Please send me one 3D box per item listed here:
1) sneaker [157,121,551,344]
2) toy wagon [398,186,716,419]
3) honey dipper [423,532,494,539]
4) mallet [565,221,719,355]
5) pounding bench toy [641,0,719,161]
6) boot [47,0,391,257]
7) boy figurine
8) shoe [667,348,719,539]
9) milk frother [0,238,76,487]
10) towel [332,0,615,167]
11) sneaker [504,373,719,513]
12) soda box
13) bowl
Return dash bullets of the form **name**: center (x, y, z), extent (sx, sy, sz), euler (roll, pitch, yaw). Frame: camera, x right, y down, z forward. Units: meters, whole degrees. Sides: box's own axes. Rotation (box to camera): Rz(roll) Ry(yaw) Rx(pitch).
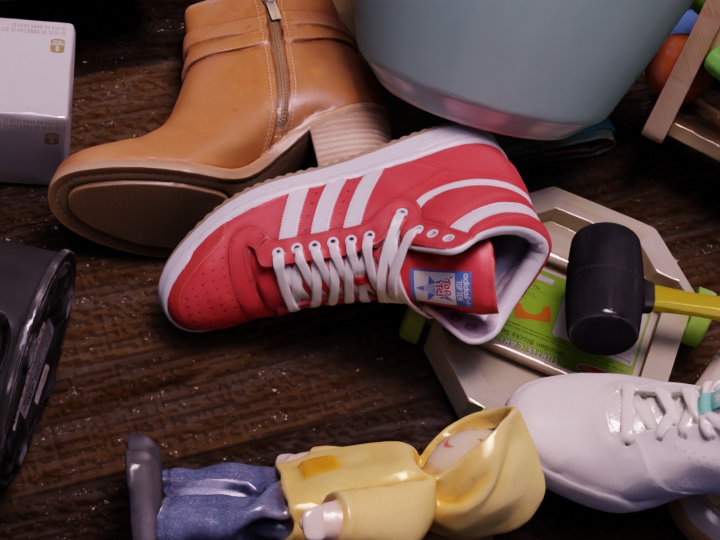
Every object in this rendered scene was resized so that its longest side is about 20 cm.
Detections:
- **sneaker**: center (0.000, 0.000, 0.906), extent (0.199, 0.071, 0.113), euler (-24, 42, -6)
- **toy wagon**: center (0.099, 0.043, 0.951), extent (0.154, 0.040, 0.201), euler (22, 56, 4)
- **honey dipper**: center (-0.023, 0.152, 0.857), extent (0.199, 0.038, 0.038), euler (-12, 59, -22)
- **mallet**: center (0.203, 0.014, 0.939), extent (0.198, 0.041, 0.066), euler (4, 53, -7)
- **pounding bench toy**: center (0.237, -0.106, 0.984), extent (0.155, 0.125, 0.200), euler (28, 30, 8)
- **boot**: center (-0.084, -0.090, 0.989), extent (0.199, 0.074, 0.155), euler (-3, 54, -21)
- **boy figurine**: center (-0.010, 0.104, 0.841), extent (0.198, 0.124, 0.065), euler (-6, 97, -2)
- **shoe**: center (0.217, 0.061, 0.954), extent (0.070, 0.054, 0.200), euler (27, 55, 7)
- **milk frother**: center (-0.240, 0.026, 0.796), extent (0.187, 0.200, 0.181), euler (15, 59, -1)
- **towel**: center (0.053, -0.139, 1.076), extent (0.146, 0.022, 0.201), euler (-12, 58, -20)
- **sneaker**: center (0.169, 0.075, 0.864), extent (0.199, 0.089, 0.076), euler (10, 58, 4)
- **soda box**: center (-0.255, -0.095, 0.956), extent (0.198, 0.064, 0.068), euler (3, 56, -9)
- **bowl**: center (0.077, -0.139, 0.965), extent (0.199, 0.106, 0.201), euler (14, 18, -5)
